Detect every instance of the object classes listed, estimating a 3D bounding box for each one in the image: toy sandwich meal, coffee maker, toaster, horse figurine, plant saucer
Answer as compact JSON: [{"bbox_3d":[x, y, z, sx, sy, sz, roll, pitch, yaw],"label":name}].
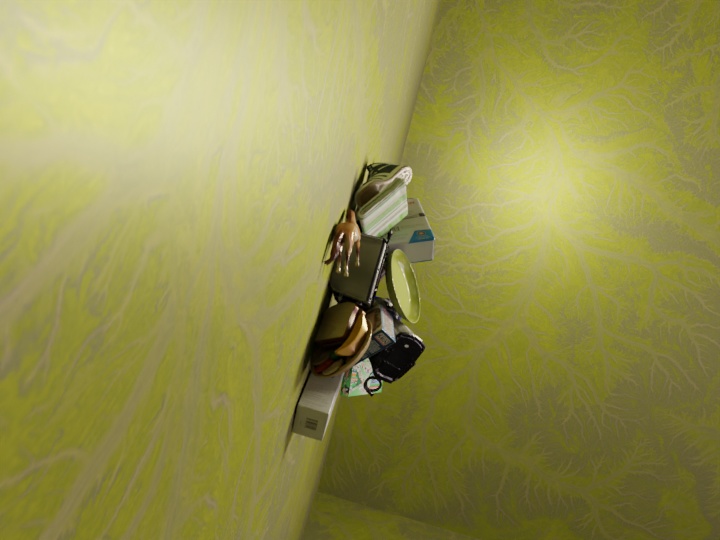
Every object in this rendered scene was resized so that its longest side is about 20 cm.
[{"bbox_3d":[-0.055,0.163,1.349,0.205,0.070,0.205,-33,-155,18],"label":"toy sandwich meal"},{"bbox_3d":[0.046,0.191,1.511,0.135,0.192,0.200,60,-5,-33],"label":"coffee maker"},{"bbox_3d":[0.000,-0.002,1.453,0.181,0.119,0.200,91,15,-77],"label":"toaster"},{"bbox_3d":[-0.030,-0.062,1.242,0.200,0.050,0.133,-38,131,-74],"label":"horse figurine"},{"bbox_3d":[0.109,0.044,1.500,0.200,0.031,0.200,47,35,-49],"label":"plant saucer"}]

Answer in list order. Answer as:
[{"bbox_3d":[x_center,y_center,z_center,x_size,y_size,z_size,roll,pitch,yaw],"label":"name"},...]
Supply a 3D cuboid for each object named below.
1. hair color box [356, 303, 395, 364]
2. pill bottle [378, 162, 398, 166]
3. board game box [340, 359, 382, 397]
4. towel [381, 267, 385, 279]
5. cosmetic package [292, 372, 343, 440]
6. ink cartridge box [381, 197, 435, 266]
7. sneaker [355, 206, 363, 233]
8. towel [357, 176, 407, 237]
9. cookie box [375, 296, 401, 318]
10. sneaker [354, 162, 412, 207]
[{"bbox_3d":[-0.012,0.178,1.425,0.200,0.061,0.100,-32,-149,19],"label":"hair color box"},{"bbox_3d":[0.068,-0.219,1.725,0.104,0.104,0.200,-70,174,-54],"label":"pill bottle"},{"bbox_3d":[0.013,0.289,1.634,0.200,0.029,0.135,15,84,-60],"label":"board game box"},{"bbox_3d":[0.106,-0.044,1.851,0.144,0.023,0.200,-48,-170,28],"label":"towel"},{"bbox_3d":[-0.103,0.322,1.460,0.200,0.085,0.108,-71,176,-57],"label":"cosmetic package"},{"bbox_3d":[0.118,-0.113,1.624,0.200,0.144,0.084,-103,-172,-47],"label":"ink cartridge box"},{"bbox_3d":[0.003,-0.110,1.556,0.200,0.070,0.080,88,24,-55],"label":"sneaker"},{"bbox_3d":[0.058,-0.149,1.460,0.149,0.031,0.200,-39,162,-8],"label":"towel"},{"bbox_3d":[0.033,0.122,1.804,0.171,0.200,0.075,83,22,-81],"label":"cookie box"},{"bbox_3d":[0.033,-0.225,1.482,0.200,0.108,0.070,-34,128,-33],"label":"sneaker"}]
